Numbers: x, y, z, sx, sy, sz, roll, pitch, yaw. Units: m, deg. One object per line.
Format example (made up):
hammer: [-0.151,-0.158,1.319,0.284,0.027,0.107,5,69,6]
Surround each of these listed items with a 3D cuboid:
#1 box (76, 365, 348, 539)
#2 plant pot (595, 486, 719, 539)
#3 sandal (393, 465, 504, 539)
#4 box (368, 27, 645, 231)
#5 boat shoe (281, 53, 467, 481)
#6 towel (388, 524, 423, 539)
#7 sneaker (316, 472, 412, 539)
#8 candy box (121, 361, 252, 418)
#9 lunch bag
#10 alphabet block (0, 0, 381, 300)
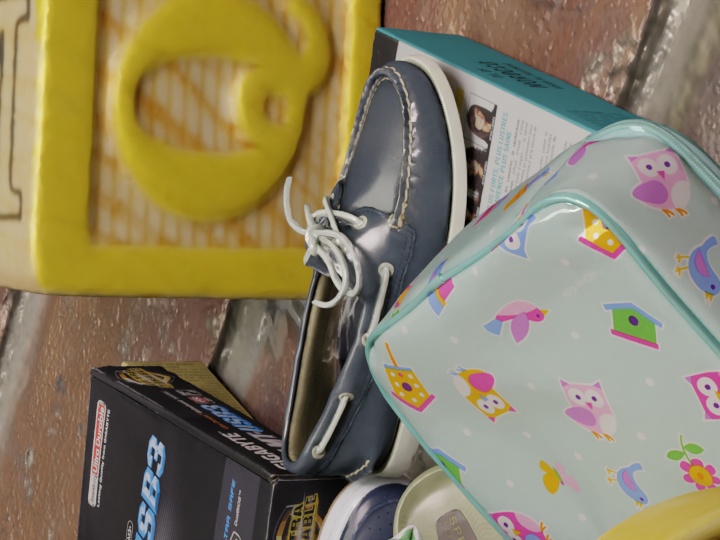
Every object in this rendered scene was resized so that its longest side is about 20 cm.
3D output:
box: [-0.085,0.168,1.438,0.198,0.050,0.201,25,112,55]
plant pot: [0.131,0.175,1.051,0.189,0.200,0.202,177,94,-75]
sandal: [0.059,0.163,1.202,0.080,0.057,0.201,-32,56,5]
box: [0.068,-0.047,1.291,0.200,0.049,0.083,33,117,56]
boat shoe: [0.000,0.000,1.298,0.075,0.062,0.201,43,128,56]
towel: [0.029,0.224,1.167,0.153,0.023,0.201,-104,9,-57]
sneaker: [0.027,0.200,1.326,0.108,0.070,0.201,-154,62,-62]
candy box: [-0.079,0.143,1.526,0.200,0.055,0.116,43,126,51]
lunch bag: [0.102,0.040,1.149,0.160,0.077,0.200,46,145,-3]
alphabet block: [-0.120,-0.088,1.478,0.200,0.195,0.197,8,97,61]
